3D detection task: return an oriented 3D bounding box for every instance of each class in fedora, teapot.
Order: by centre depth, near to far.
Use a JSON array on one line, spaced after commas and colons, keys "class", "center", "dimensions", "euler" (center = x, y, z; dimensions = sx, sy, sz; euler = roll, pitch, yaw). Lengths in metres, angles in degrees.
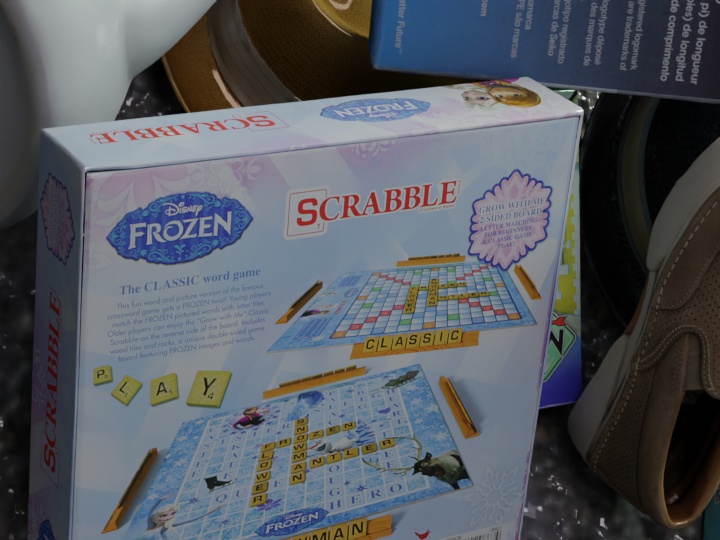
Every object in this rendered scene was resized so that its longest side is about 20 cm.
[{"class": "teapot", "center": [-0.162, -0.117, 0.758], "dimensions": [0.200, 0.197, 0.146], "euler": [46, 39, -17]}, {"class": "fedora", "center": [0.012, -0.114, 0.889], "dimensions": [0.200, 0.082, 0.202], "euler": [11, 64, -23]}, {"class": "fedora", "center": [0.195, -0.027, 0.899], "dimensions": [0.200, 0.092, 0.202], "euler": [0, 91, -12]}]

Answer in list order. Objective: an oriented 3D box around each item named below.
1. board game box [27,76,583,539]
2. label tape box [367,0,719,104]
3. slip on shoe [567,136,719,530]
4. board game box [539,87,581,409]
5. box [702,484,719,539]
[{"class": "board game box", "center": [-0.022, 0.037, 0.755], "dimensions": [0.199, 0.200, 0.041], "euler": [-8, 28, -30]}, {"class": "label tape box", "center": [0.108, -0.143, 0.786], "dimensions": [0.199, 0.066, 0.144], "euler": [5, 108, -3]}, {"class": "slip on shoe", "center": [0.143, 0.023, 0.821], "dimensions": [0.076, 0.200, 0.061], "euler": [-6, 48, -33]}, {"class": "board game box", "center": [0.000, 0.000, 0.829], "dimensions": [0.199, 0.029, 0.135], "euler": [-8, 101, -29]}, {"class": "box", "center": [0.247, 0.136, 0.915], "dimensions": [0.199, 0.049, 0.083], "euler": [20, 60, -18]}]
